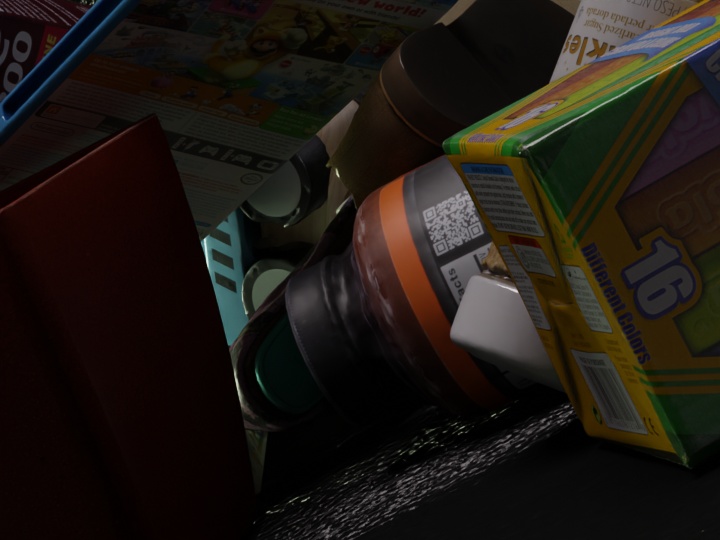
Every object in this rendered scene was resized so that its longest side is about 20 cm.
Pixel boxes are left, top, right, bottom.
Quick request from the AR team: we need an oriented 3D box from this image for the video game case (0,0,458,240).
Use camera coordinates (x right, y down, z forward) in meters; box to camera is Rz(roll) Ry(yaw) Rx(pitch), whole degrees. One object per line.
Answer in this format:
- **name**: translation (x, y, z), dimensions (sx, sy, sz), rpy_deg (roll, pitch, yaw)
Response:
- **video game case**: translation (-0.072, -0.081, 1.224), dimensions (0.143, 0.018, 0.200), rpy_deg (13, -42, -40)

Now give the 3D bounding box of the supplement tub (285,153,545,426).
- **supplement tub**: translation (0.071, -0.008, 1.150), dimensions (0.200, 0.107, 0.107), rpy_deg (-26, 7, 16)

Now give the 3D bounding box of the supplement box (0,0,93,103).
- **supplement box**: translation (-0.157, -0.070, 1.289), dimensions (0.200, 0.109, 0.061), rpy_deg (8, 18, -39)

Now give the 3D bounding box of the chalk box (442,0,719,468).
- **chalk box**: translation (0.151, -0.037, 0.965), dimensions (0.200, 0.124, 0.124), rpy_deg (-30, 7, -9)

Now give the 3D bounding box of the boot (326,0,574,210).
- **boot**: translation (0.052, -0.074, 1.252), dimensions (0.075, 0.074, 0.200), rpy_deg (-47, -16, 31)

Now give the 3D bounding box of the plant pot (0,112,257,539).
- **plant pot**: translation (-0.153, 0.072, 1.155), dimensions (0.199, 0.177, 0.200), rpy_deg (-26, 6, 19)

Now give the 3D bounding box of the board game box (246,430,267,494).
- **board game box**: translation (-0.112, 0.103, 1.359), dimensions (0.134, 0.034, 0.200), rpy_deg (-28, 7, 4)

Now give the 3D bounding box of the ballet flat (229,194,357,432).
- **ballet flat**: translation (0.000, 0.000, 1.292), dimensions (0.200, 0.069, 0.071), rpy_deg (-46, 19, -26)

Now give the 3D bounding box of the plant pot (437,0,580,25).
- **plant pot**: translation (0.105, -0.097, 1.481), dimensions (0.134, 0.201, 0.200), rpy_deg (26, 42, 33)

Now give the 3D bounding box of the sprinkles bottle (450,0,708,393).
- **sprinkles bottle**: translation (0.099, -0.053, 1.052), dimensions (0.068, 0.068, 0.200), rpy_deg (-171, 103, -79)

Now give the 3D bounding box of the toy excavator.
- **toy excavator**: translation (-0.080, -0.009, 1.425), dimensions (0.200, 0.195, 0.100), rpy_deg (8, 27, 28)
